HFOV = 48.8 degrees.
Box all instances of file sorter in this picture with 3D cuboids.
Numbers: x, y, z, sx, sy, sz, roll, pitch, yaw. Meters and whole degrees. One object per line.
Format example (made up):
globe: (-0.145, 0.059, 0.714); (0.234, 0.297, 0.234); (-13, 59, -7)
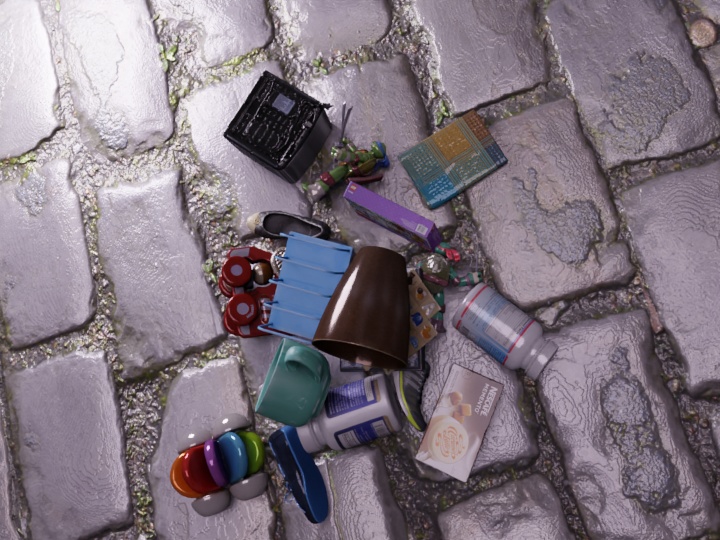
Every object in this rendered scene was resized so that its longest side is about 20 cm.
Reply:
file sorter: (-0.111, 0.035, 1.576); (0.136, 0.123, 0.203); (14, 92, 9)

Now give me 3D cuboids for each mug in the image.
mug: (-0.120, 0.220, 1.507); (0.113, 0.185, 0.154); (23, 87, -8)

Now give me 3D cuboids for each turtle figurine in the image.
turtle figurine: (0.158, 0.016, 1.620); (0.149, 0.100, 0.203); (26, 100, 41)
turtle figurine: (-0.054, -0.250, 1.712); (0.193, 0.200, 0.144); (-39, 38, 5)

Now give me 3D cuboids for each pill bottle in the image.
pill bottle: (0.287, 0.123, 1.569); (0.199, 0.109, 0.109); (38, 87, 17)
pill bottle: (-0.025, 0.292, 1.593); (0.197, 0.120, 0.122); (-19, 74, 7)

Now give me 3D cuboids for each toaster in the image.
toaster: (-0.172, -0.314, 1.760); (0.198, 0.119, 0.182); (32, 86, 17)

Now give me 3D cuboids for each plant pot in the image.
plant pot: (0.019, 0.063, 1.507); (0.184, 0.187, 0.203); (10, 74, 14)

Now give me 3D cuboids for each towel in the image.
towel: (0.198, -0.239, 1.716); (0.198, 0.022, 0.148); (-31, 74, 2)

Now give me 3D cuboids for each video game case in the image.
video game case: (0.041, 0.100, 1.597); (0.178, 0.025, 0.204); (-4, 82, 23)

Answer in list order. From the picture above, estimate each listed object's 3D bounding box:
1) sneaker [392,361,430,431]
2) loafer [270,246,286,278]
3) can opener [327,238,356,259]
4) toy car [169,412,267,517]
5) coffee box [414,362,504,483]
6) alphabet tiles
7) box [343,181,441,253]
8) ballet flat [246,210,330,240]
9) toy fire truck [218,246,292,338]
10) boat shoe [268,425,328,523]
sneaker: (0.108, 0.223, 1.607); (0.080, 0.074, 0.203); (-15, 77, 4)
loafer: (-0.113, 0.033, 1.684); (0.200, 0.068, 0.076); (42, 71, 8)
can opener: (0.000, 0.000, 1.688); (0.198, 0.053, 0.067); (31, 86, 16)
toy car: (-0.293, 0.393, 1.612); (0.197, 0.150, 0.177); (-23, 73, 6)
coffee box: (0.196, 0.298, 1.563); (0.113, 0.080, 0.203); (23, 83, 12)
alphabet tiles: (0.058, 0.098, 1.573); (0.199, 0.006, 0.167); (-41, 70, 15)
box: (0.069, -0.110, 1.653); (0.198, 0.137, 0.040); (28, 85, 16)
ballet flat: (-0.159, -0.101, 1.742); (0.196, 0.057, 0.068); (7, 78, 14)
toy fire truck: (-0.214, 0.047, 1.707); (0.165, 0.112, 0.203); (-6, 74, -16)
boat shoe: (-0.125, 0.414, 1.608); (0.068, 0.084, 0.203); (-24, 82, 29)
